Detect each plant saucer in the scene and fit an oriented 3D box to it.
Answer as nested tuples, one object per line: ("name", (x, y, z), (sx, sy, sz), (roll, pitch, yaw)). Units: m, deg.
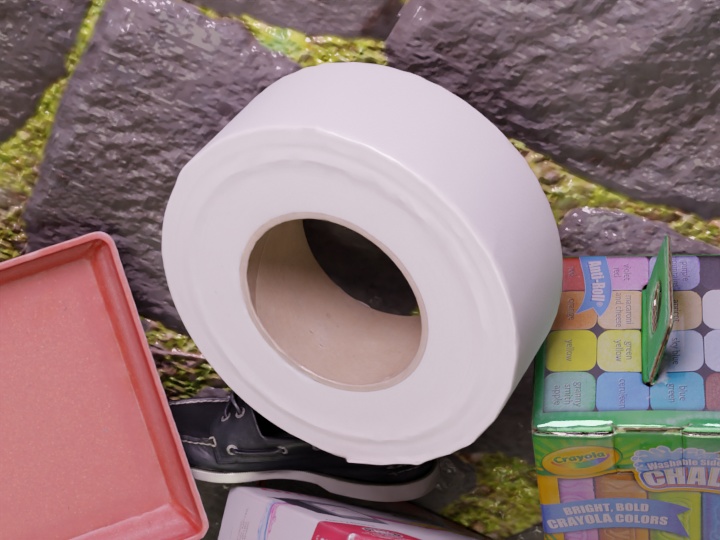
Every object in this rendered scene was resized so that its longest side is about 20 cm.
("plant saucer", (-0.211, 0.096, 0.951), (0.198, 0.037, 0.202), (-19, 106, -6))

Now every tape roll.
("tape roll", (0.000, 0.000, 0.824), (0.201, 0.071, 0.204), (15, 128, 20))

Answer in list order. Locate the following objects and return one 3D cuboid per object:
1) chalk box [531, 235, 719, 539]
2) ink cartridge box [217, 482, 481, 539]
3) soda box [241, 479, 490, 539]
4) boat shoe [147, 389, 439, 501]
("chalk box", (0.157, 0.072, 0.880), (0.122, 0.125, 0.201), (-1, 136, 12))
("ink cartridge box", (0.011, 0.186, 0.930), (0.146, 0.087, 0.200), (14, 177, -23))
("soda box", (0.006, 0.193, 1.085), (0.199, 0.064, 0.068), (27, 135, -16))
("boat shoe", (-0.049, 0.091, 0.983), (0.197, 0.075, 0.067), (8, 118, 23))
